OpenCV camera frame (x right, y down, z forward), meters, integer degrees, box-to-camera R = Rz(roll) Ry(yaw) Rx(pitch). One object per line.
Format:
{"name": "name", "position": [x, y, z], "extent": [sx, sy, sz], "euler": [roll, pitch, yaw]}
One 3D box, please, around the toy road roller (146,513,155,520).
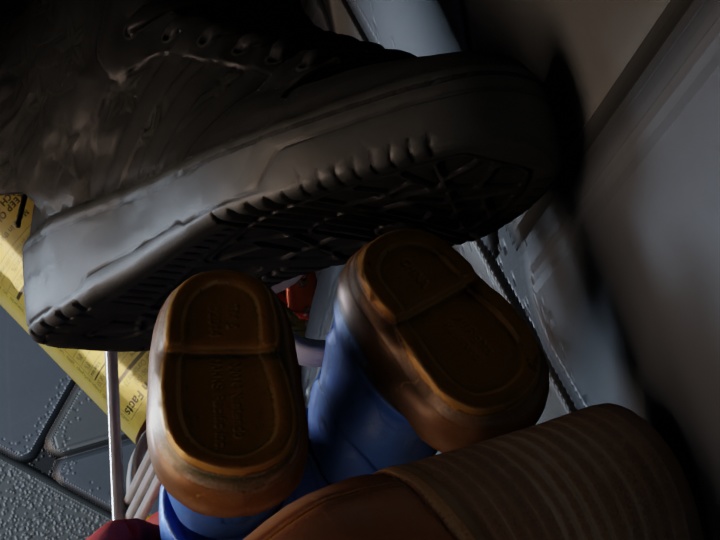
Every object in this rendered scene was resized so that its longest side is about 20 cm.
{"name": "toy road roller", "position": [-0.058, 0.164, 1.113], "extent": [0.200, 0.146, 0.123], "euler": [88, 164, -61]}

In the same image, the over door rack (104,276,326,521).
{"name": "over door rack", "position": [-0.040, -0.030, 0.758], "extent": [0.148, 0.067, 0.200], "euler": [119, 140, -52]}

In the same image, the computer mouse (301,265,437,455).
{"name": "computer mouse", "position": [0.000, 0.000, 0.812], "extent": [0.200, 0.034, 0.059], "euler": [-104, 27, -57]}

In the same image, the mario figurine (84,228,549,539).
{"name": "mario figurine", "position": [-0.008, 0.079, 0.628], "extent": [0.200, 0.123, 0.106], "euler": [102, -173, -59]}

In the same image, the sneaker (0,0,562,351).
{"name": "sneaker", "position": [-0.034, -0.045, 0.626], "extent": [0.200, 0.060, 0.104], "euler": [-23, 64, 49]}

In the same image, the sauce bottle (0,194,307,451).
{"name": "sauce bottle", "position": [-0.048, 0.029, 0.853], "extent": [0.200, 0.066, 0.066], "euler": [44, 167, 8]}

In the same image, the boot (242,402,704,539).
{"name": "boot", "position": [0.005, 0.136, 0.545], "extent": [0.077, 0.155, 0.200], "euler": [32, 137, 51]}

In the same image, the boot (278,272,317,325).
{"name": "boot", "position": [-0.041, 0.027, 1.011], "extent": [0.107, 0.075, 0.200], "euler": [95, 160, -56]}
